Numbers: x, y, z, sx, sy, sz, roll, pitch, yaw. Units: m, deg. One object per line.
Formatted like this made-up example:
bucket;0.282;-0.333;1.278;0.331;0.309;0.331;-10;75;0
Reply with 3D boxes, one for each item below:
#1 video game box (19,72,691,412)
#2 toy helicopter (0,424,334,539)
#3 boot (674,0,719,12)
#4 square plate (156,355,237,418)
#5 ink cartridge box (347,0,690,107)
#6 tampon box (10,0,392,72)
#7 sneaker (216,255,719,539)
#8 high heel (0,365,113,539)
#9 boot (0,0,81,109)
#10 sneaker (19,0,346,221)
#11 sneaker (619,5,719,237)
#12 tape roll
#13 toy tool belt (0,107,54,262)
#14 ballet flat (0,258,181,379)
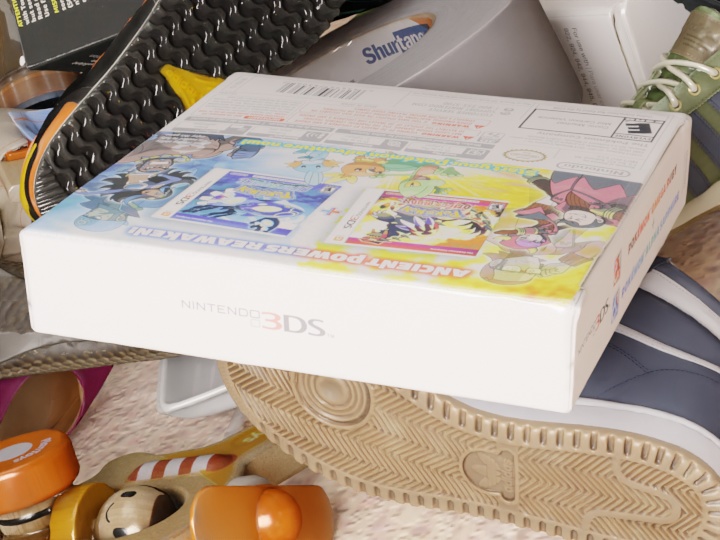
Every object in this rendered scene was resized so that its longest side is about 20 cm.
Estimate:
video game box;0.007;-0.019;0.666;0.199;0.047;0.182;8;24;20
toy helicopter;-0.051;0.083;0.722;0.200;0.079;0.132;-27;16;-37
boot;0.231;-0.171;0.799;0.198;0.163;0.073;23;53;22
square plate;0.000;0.000;0.874;0.199;0.029;0.198;-20;22;4
ink cartridge box;0.116;-0.137;0.989;0.200;0.084;0.145;6;38;48
tampon box;-0.073;-0.192;0.960;0.199;0.127;0.150;-15;-3;25
sneaker;0.053;0.035;0.680;0.199;0.070;0.109;16;40;17
high heel;-0.149;0.089;0.820;0.096;0.068;0.200;15;45;30
boot;-0.202;-0.116;1.116;0.074;0.097;0.200;-19;-10;-13
sneaker;-0.089;-0.098;0.839;0.200;0.070;0.090;-50;24;-12
sneaker;0.143;-0.071;0.789;0.199;0.090;0.067;-16;26;-16
tape roll;0.004;-0.070;0.869;0.200;0.066;0.200;-28;17;9
toy tool belt;-0.127;-0.049;0.977;0.199;0.125;0.123;-12;3;-40
ballet flat;-0.143;0.021;0.824;0.199;0.046;0.068;-6;69;12
